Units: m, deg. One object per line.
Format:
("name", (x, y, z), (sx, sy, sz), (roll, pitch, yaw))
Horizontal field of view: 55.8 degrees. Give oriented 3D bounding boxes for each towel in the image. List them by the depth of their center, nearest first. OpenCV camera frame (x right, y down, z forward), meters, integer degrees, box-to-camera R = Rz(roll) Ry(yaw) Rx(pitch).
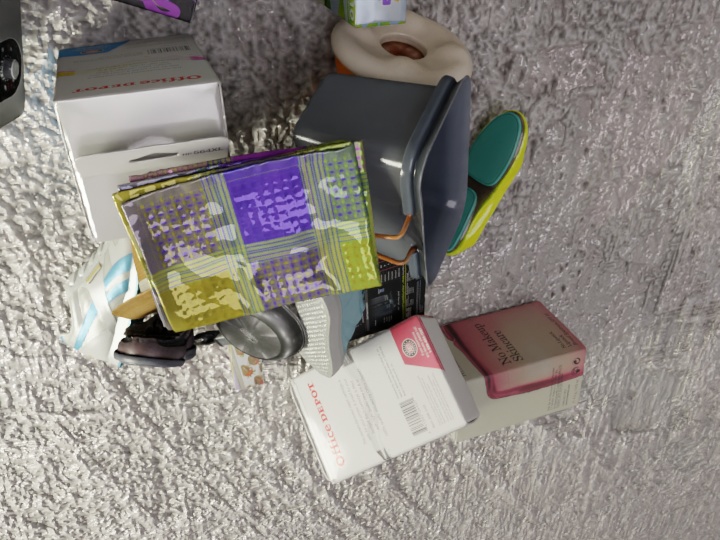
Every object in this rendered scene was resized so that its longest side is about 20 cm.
("towel", (-0.086, -0.025, 0.563), (0.199, 0.023, 0.144), (-12, 119, -5))

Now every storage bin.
("storage bin", (0.018, -0.086, 0.648), (0.200, 0.134, 0.146), (76, 36, -58))

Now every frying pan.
("frying pan", (-0.149, 0.061, 0.769), (0.189, 0.031, 0.115), (1, 133, 27))

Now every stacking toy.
("stacking toy", (0.026, -0.164, 0.737), (0.146, 0.146, 0.200), (-5, 139, -19))

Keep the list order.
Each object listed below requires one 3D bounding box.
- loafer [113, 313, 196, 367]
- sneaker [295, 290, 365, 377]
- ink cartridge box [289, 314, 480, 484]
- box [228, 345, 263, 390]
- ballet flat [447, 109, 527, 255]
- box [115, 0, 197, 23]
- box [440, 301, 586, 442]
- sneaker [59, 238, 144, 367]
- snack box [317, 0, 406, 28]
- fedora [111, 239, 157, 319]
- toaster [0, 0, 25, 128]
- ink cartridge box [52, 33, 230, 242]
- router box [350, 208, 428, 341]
("loafer", (-0.214, 0.066, 0.731), (0.072, 0.200, 0.063), (9, 86, -4))
("sneaker", (-0.025, 0.053, 0.758), (0.082, 0.074, 0.200), (-37, 161, -25))
("ink cartridge box", (0.029, 0.164, 0.868), (0.200, 0.146, 0.085), (-29, 165, 18))
("box", (-0.146, 0.057, 0.836), (0.039, 0.041, 0.201), (-10, 124, -16))
("ballet flat", (0.156, -0.106, 0.852), (0.067, 0.067, 0.200), (0, 125, -47))
("box", (-0.227, -0.312, 0.579), (0.199, 0.036, 0.143), (9, 117, -25))
("box", (0.198, 0.139, 0.971), (0.199, 0.128, 0.109), (-13, 124, -15))
("sneaker", (-0.268, 0.005, 0.733), (0.081, 0.077, 0.201), (18, 103, -4))
("snack box", (-0.001, -0.330, 0.592), (0.053, 0.142, 0.201), (-9, 123, -16))
("fedora", (-0.161, -0.021, 0.675), (0.200, 0.201, 0.082), (-25, 92, -6))
("toaster", (-0.371, -0.206, 0.513), (0.199, 0.119, 0.181), (9, 120, -8))
("ink cartridge box", (-0.191, -0.121, 0.608), (0.128, 0.200, 0.126), (-12, 124, -15))
("router box", (0.000, 0.000, 0.817), (0.149, 0.062, 0.200), (-18, 141, -12))
